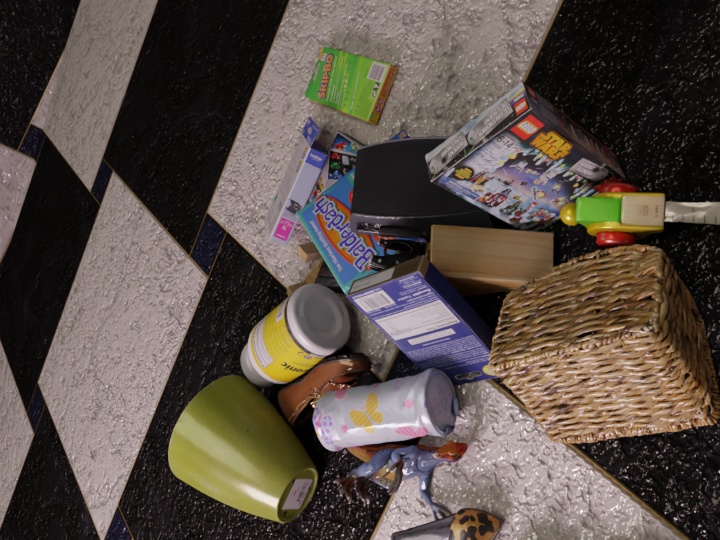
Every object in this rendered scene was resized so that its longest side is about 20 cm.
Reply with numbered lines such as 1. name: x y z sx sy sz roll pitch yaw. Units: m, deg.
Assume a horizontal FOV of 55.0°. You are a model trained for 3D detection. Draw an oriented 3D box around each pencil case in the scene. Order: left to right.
1. pencil case: 0.032 0.187 0.919 0.197 0.090 0.085 -17 77 31

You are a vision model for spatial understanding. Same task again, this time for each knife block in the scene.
1. knife block: 0.113 -0.018 0.845 0.197 0.173 0.066 -8 73 45

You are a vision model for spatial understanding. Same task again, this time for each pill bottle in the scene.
1. pill bottle: -0.111 0.111 1.093 0.199 0.109 0.114 -37 54 45

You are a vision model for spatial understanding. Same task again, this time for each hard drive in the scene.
1. hard drive: 0.081 -0.115 0.920 0.195 0.042 0.138 0 70 18

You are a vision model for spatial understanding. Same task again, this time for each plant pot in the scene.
1. plant pot: -0.165 0.295 1.083 0.197 0.186 0.191 25 98 32

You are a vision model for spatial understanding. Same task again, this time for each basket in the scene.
1. basket: 0.261 0.079 0.744 0.198 0.149 0.144 -23 30 41

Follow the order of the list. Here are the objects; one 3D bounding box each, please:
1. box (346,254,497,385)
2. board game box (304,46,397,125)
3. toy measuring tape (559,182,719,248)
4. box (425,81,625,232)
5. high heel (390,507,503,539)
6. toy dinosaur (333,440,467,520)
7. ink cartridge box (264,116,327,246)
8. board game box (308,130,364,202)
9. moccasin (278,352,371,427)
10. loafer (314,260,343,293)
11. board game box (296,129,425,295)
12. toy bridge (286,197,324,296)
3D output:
1. box: 0.089 0.070 0.857 0.120 0.200 0.033 -19 35 41
2. board game box: -0.022 -0.318 1.178 0.199 0.030 0.097 32 103 44
3. toy measuring tape: 0.314 -0.056 0.738 0.195 0.073 0.076 4 82 25
4. box: 0.186 -0.114 0.773 0.136 0.197 0.041 -34 52 36
5. high heel: 0.127 0.393 0.818 0.140 0.071 0.204 -22 77 17
6. toy dinosaur: 0.053 0.245 0.912 0.180 0.105 0.202 -35 43 14
7. ink cartridge box: -0.107 -0.155 1.188 0.204 0.041 0.120 -66 19 14
8. board game box: -0.002 -0.126 1.100 0.200 0.034 0.128 42 111 44
9. moccasin: -0.054 0.184 1.049 0.200 0.073 0.079 -35 66 33
10. loafer: 0.000 0.000 1.043 0.198 0.071 0.065 -2 74 50
11. board game box: 0.026 -0.079 0.976 0.199 0.045 0.153 -37 63 5
12. toy bridge: -0.069 -0.033 1.117 0.027 0.066 0.203 46 135 31
